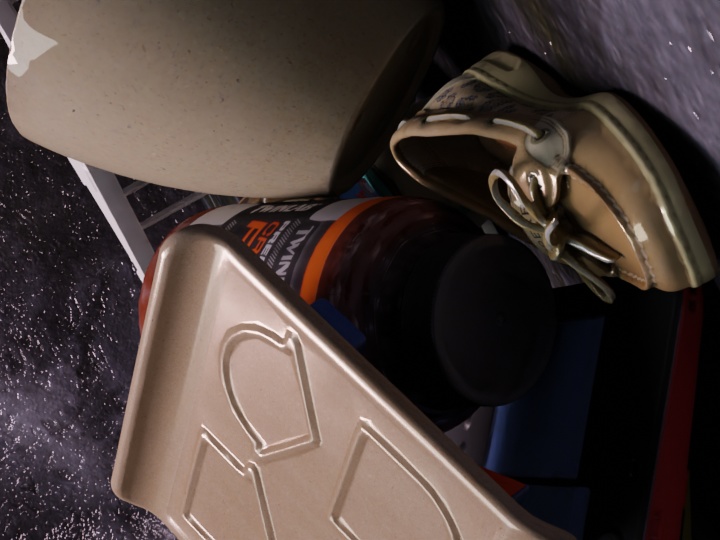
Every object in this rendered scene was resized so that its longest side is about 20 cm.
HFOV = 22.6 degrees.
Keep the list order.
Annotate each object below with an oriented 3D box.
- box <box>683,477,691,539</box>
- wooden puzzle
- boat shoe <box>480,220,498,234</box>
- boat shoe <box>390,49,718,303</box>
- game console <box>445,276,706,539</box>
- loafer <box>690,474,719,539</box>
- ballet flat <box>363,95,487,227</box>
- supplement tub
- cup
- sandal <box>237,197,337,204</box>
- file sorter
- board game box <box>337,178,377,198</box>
[{"bbox_3d":[0.104,0.151,0.767,0.075,0.050,0.201,145,132,-59],"label":"box"},{"bbox_3d":[-0.009,0.093,0.736,0.200,0.046,0.186,39,139,19],"label":"wooden puzzle"},{"bbox_3d":[0.044,0.001,1.021,0.073,0.062,0.200,58,172,27],"label":"boat shoe"},{"bbox_3d":[0.072,-0.031,0.700,0.074,0.062,0.200,65,171,-22],"label":"boat shoe"},{"bbox_3d":[0.075,0.092,0.753,0.200,0.031,0.178,167,111,-68],"label":"game console"},{"bbox_3d":[0.153,0.140,0.803,0.072,0.063,0.200,-70,25,17],"label":"loafer"},{"bbox_3d":[0.012,-0.074,0.932,0.200,0.069,0.070,48,165,48],"label":"ballet flat"},{"bbox_3d":[-0.006,0.020,0.805,0.200,0.107,0.107,-1,121,51],"label":"supplement tub"},{"bbox_3d":[-0.046,-0.113,0.832,0.143,0.201,0.200,30,166,9],"label":"cup"},{"bbox_3d":[-0.037,-0.013,1.111,0.200,0.081,0.055,61,-161,-65],"label":"sandal"},{"bbox_3d":[-0.125,-0.097,1.121,0.139,0.124,0.200,57,172,23],"label":"file sorter"},{"bbox_3d":[-0.014,-0.077,1.147,0.196,0.056,0.201,52,168,54],"label":"board game box"}]
